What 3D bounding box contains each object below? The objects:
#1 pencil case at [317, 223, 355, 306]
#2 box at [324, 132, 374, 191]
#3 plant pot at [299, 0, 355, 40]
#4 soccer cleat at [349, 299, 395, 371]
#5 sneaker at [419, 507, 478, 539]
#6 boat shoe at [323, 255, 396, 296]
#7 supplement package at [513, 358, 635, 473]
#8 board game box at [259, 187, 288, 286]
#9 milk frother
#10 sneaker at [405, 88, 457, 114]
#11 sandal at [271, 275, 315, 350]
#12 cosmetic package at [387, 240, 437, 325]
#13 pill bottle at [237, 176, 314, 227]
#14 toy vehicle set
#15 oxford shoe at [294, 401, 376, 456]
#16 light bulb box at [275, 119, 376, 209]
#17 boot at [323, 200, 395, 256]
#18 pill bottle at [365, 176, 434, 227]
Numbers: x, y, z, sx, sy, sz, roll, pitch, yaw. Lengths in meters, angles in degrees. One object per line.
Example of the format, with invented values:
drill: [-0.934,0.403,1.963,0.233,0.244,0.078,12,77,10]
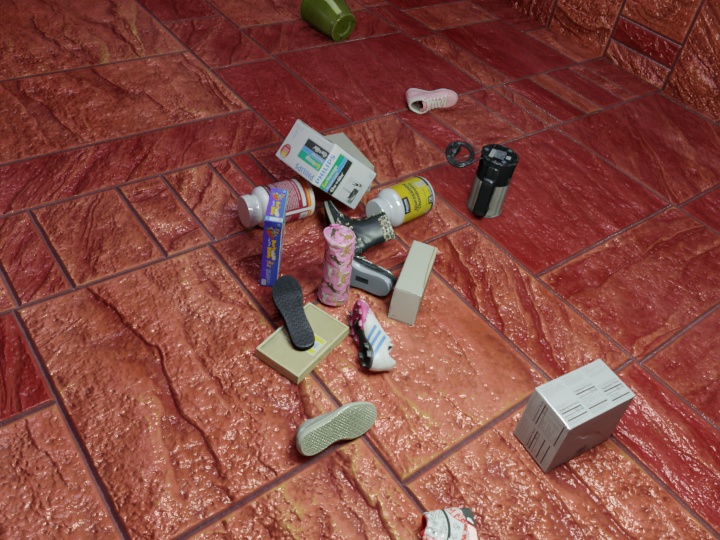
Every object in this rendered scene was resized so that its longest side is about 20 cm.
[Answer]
pencil case: [-0.059,-0.012,1.620,0.085,0.203,0.083,23,40,17]
box: [-0.043,-0.331,2.066,0.076,0.096,0.201,-15,46,-27]
plant pot: [-0.125,-1.080,2.835,0.198,0.202,0.194,-25,64,-34]
soccer cleat: [0.029,0.155,1.567,0.085,0.070,0.202,12,40,-24]
sneaker: [0.163,0.516,1.182,0.105,0.068,0.203,1,38,-10]
boat shoe: [0.001,-0.002,1.722,0.196,0.075,0.068,19,32,20]
supplement package: [0.448,0.304,1.414,0.196,0.158,0.111,-15,47,-27]
board game box: [-0.215,-0.081,1.663,0.044,0.203,0.136,7,41,-5]
milk frother: [0.348,-0.280,2.024,0.198,0.191,0.179,35,45,26]
sneaker: [0.264,-0.618,2.475,0.195,0.077,0.106,4,41,-1]
sandal: [-0.159,0.102,1.558,0.073,0.045,0.203,-12,60,-17]
cosmetic package: [0.134,0.028,1.695,0.071,0.105,0.202,17,42,6]
pill bottle: [-0.232,-0.183,1.841,0.197,0.115,0.113,-18,48,-30]
toy vehicle set: [-0.131,0.163,1.541,0.123,0.027,0.200,30,44,20]
oxford shoe: [-0.053,0.315,1.364,0.197,0.077,0.057,-18,12,-32]
light bulb box: [-0.097,-0.299,1.892,0.198,0.126,0.199,39,8,39]
boot: [-0.008,-0.129,1.836,0.151,0.074,0.206,-21,55,-10]
pill bottle: [0.113,-0.192,1.929,0.198,0.114,0.112,-26,52,-34]
